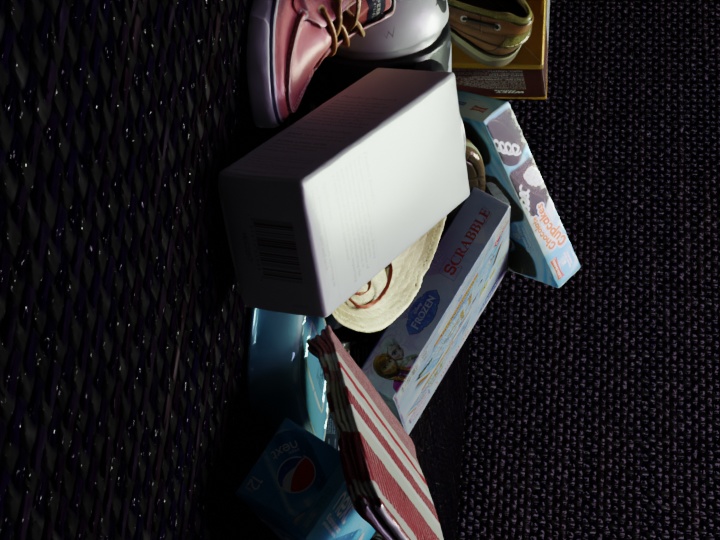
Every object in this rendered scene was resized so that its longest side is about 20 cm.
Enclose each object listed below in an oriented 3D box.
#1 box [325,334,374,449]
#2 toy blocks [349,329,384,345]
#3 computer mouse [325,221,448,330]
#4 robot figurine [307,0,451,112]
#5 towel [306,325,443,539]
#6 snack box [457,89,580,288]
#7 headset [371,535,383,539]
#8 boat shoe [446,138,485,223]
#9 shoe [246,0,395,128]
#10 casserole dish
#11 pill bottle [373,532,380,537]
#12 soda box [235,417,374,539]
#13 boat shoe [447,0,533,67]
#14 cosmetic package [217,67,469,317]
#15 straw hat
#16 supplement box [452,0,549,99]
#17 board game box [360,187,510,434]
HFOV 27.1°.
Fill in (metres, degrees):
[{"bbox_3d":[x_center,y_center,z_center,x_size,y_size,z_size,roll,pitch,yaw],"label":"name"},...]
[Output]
[{"bbox_3d":[-0.024,0.159,1.337,0.193,0.047,0.200,2,91,-80],"label":"box"},{"bbox_3d":[0.021,0.082,1.518,0.200,0.100,0.137,72,33,-75],"label":"toy blocks"},{"bbox_3d":[0.000,0.000,1.304,0.139,0.053,0.200,-47,173,14],"label":"computer mouse"},{"bbox_3d":[0.018,-0.167,1.253,0.125,0.150,0.200,-59,154,-46],"label":"robot figurine"},{"bbox_3d":[0.019,0.144,1.048,0.144,0.023,0.200,55,9,-33],"label":"towel"},{"bbox_3d":[0.129,-0.081,1.428,0.037,0.116,0.200,-40,123,-19],"label":"snack box"},{"bbox_3d":[-0.001,0.294,1.366,0.200,0.094,0.124,-10,131,-60],"label":"headset"},{"bbox_3d":[0.069,-0.073,1.420,0.200,0.072,0.076,106,-22,-55],"label":"boat shoe"},{"bbox_3d":[-0.025,-0.186,1.074,0.072,0.091,0.200,81,14,-54],"label":"shoe"},{"bbox_3d":[-0.051,0.075,1.151,0.200,0.039,0.121,80,15,-60],"label":"casserole dish"},{"bbox_3d":[0.027,0.349,1.509,0.113,0.113,0.200,83,12,-47],"label":"pill bottle"},{"bbox_3d":[-0.033,0.178,1.133,0.068,0.064,0.200,-56,163,-13],"label":"soda box"},{"bbox_3d":[0.062,-0.257,1.286,0.072,0.200,0.068,-60,179,-24],"label":"boat shoe"},{"bbox_3d":[-0.006,-0.059,1.029,0.200,0.074,0.102,-40,129,-48],"label":"cosmetic package"},{"bbox_3d":[-0.016,-0.058,1.156,0.201,0.085,0.201,-16,110,-52],"label":"straw hat"},{"bbox_3d":[0.082,-0.245,1.431,0.200,0.197,0.133,17,75,-81],"label":"supplement box"},{"bbox_3d":[0.071,0.044,1.370,0.200,0.041,0.200,-58,167,-12],"label":"board game box"}]
